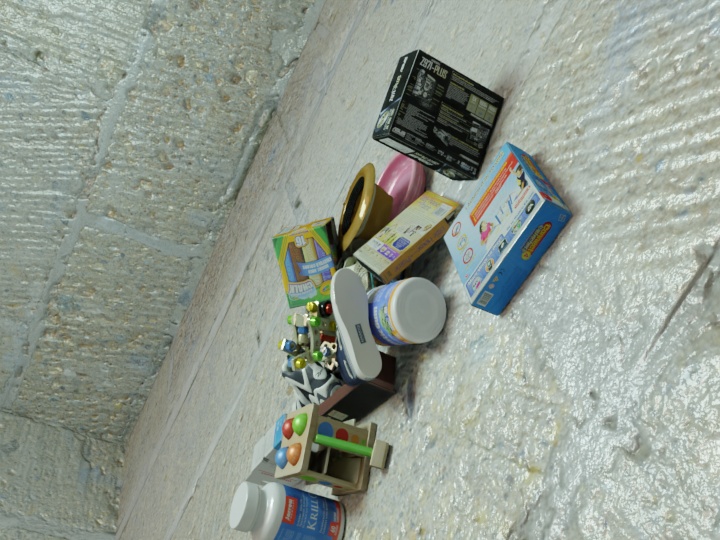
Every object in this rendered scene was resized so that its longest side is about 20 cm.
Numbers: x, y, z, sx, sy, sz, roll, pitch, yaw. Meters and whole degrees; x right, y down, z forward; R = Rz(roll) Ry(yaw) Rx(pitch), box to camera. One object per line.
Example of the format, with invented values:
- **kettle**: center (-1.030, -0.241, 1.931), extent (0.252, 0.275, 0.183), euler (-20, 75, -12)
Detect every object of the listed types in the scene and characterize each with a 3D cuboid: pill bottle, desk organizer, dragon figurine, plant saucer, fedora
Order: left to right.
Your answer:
- **pill bottle**: center (-0.136, 0.459, 1.380), extent (0.113, 0.197, 0.114), euler (-49, 29, 39)
- **desk organizer**: center (-0.009, 0.233, 1.458), extent (0.200, 0.071, 0.078), euler (-46, 28, 45)
- **fedora**: center (0.015, -0.124, 1.574), extent (0.200, 0.080, 0.205), euler (-164, 89, -75)
- **pill bottle**: center (0.062, 0.081, 1.365), extent (0.199, 0.110, 0.115), euler (-19, 53, 63)
- **dragon figurine**: center (0.074, -0.019, 1.502), extent (0.101, 0.058, 0.200), euler (-64, 23, 12)
- **plant saucer**: center (0.083, -0.164, 1.626), extent (0.201, 0.050, 0.203), euler (-50, 29, 40)

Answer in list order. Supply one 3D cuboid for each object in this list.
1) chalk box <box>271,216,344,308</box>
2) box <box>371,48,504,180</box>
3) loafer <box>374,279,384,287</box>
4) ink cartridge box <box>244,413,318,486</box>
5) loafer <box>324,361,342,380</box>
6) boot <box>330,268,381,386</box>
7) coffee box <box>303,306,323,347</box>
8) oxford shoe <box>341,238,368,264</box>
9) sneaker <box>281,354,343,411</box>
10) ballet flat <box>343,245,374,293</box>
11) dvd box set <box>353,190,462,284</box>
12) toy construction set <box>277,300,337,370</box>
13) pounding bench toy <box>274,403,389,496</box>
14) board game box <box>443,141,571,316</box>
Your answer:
- **chalk box**: center (-0.100, 0.003, 1.613), extent (0.125, 0.121, 0.205), euler (-61, -40, -77)
- **box**: center (0.143, -0.282, 1.383), extent (0.086, 0.197, 0.167), euler (12, 81, 68)
- **loafer**: center (0.000, 0.081, 1.562), extent (0.201, 0.067, 0.077), euler (-49, 28, 28)
- **ink cartridge box**: center (-0.161, 0.397, 1.612), extent (0.200, 0.114, 0.068), euler (-49, 28, 40)
- **loafer**: center (-0.039, 0.186, 1.570), extent (0.199, 0.071, 0.074), euler (-24, 49, 62)
- **boot**: center (-0.025, 0.105, 1.341), extent (0.090, 0.071, 0.205), euler (-36, 63, 56)
- **coffee box**: center (-0.078, 0.095, 1.737), extent (0.113, 0.079, 0.203), euler (-44, 32, 45)
- **oxford shoe**: center (-0.028, -0.045, 1.681), extent (0.196, 0.058, 0.077), euler (-12, 50, 28)
- **sneaker**: center (-0.125, 0.240, 1.618), extent (0.079, 0.130, 0.199), euler (-38, -2, -28)
- **ballet flat**: center (0.000, 0.000, 1.524), extent (0.201, 0.073, 0.069), euler (-74, -20, -67)
- **dvd box set**: center (0.089, -0.066, 1.409), extent (0.199, 0.030, 0.146), euler (-41, 26, -7)
- **toy construction set**: center (-0.071, 0.127, 1.396), extent (0.090, 0.199, 0.135), euler (2, 80, 24)
- **pounding bench toy**: center (-0.056, 0.324, 1.369), extent (0.199, 0.153, 0.127), euler (-34, 40, 55)
- **board game box**: center (0.225, -0.069, 1.185), extent (0.202, 0.055, 0.197), euler (-58, 23, 26)
